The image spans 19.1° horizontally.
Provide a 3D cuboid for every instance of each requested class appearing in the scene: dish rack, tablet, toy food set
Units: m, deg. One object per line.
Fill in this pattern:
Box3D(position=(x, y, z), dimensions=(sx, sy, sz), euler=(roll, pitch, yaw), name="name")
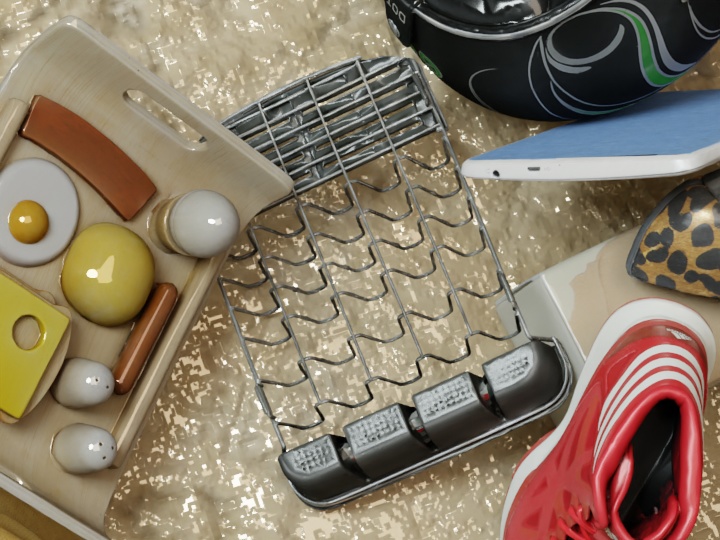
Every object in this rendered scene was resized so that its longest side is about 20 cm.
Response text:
Box3D(position=(0.000, 0.000, 1.063), dimensions=(0.153, 0.055, 0.201), euler=(-24, 74, 7), name="dish rack")
Box3D(position=(0.154, -0.069, 1.067), dimensions=(0.200, 0.130, 0.014), euler=(-21, 108, -51), name="tablet")
Box3D(position=(-0.125, 0.007, 0.973), dimensions=(0.143, 0.060, 0.201), euler=(36, 68, -29), name="toy food set")

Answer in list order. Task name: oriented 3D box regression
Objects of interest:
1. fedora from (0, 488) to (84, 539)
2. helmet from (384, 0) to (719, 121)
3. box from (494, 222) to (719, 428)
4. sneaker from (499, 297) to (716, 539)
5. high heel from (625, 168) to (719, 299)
Box3D(position=(-0.184, 0.159, 0.946), dimensions=(0.200, 0.082, 0.202), euler=(4, 84, -41), name="fedora")
Box3D(position=(0.109, -0.172, 1.089), dimensions=(0.199, 0.191, 0.201), euler=(-3, 83, 23), name="helmet")
Box3D(position=(0.182, 0.011, 1.114), dimensions=(0.199, 0.078, 0.095), euler=(-26, 84, -19), name="box")
Box3D(position=(0.107, 0.119, 1.001), dimensions=(0.078, 0.116, 0.201), euler=(15, 116, 3), name="sneaker")
Box3D(position=(0.227, 0.027, 1.065), dimensions=(0.142, 0.071, 0.200), euler=(-27, 109, 9), name="high heel")
